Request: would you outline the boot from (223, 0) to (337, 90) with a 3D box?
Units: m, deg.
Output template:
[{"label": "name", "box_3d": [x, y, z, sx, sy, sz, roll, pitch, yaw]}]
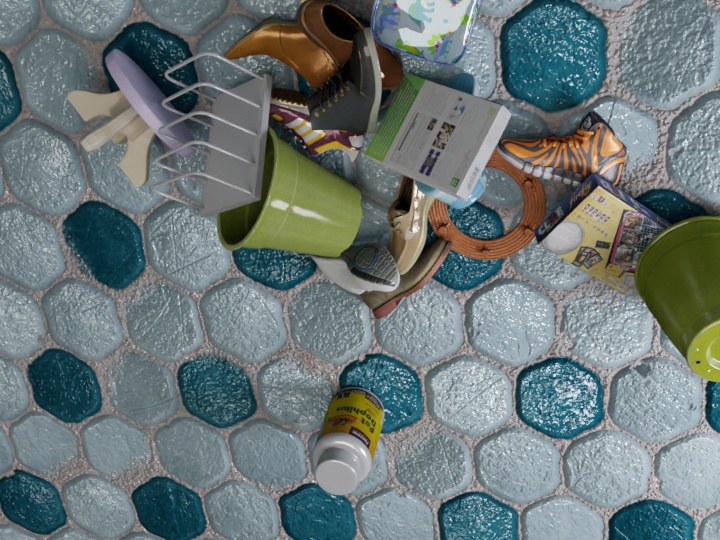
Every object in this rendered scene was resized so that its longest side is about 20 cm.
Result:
[{"label": "boot", "box_3d": [-0.100, -0.329, 1.562, 0.199, 0.071, 0.145, -26, 110, 20]}]

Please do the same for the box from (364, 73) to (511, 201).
[{"label": "box", "box_3d": [0.111, -0.201, 1.498, 0.199, 0.036, 0.146, 28, 89, 39]}]

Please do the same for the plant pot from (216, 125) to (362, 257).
[{"label": "plant pot", "box_3d": [-0.103, -0.104, 1.614, 0.187, 0.202, 0.201, 18, 125, -29]}]

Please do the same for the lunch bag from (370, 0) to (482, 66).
[{"label": "lunch bag", "box_3d": [0.102, -0.413, 1.462, 0.158, 0.083, 0.203, 17, 121, 2]}]

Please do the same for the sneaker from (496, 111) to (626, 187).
[{"label": "sneaker", "box_3d": [0.313, -0.197, 1.544, 0.196, 0.078, 0.114, 15, 117, -8]}]

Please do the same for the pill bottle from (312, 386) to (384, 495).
[{"label": "pill bottle", "box_3d": [-0.023, 0.308, 1.818, 0.107, 0.201, 0.111, 5, 120, 9]}]

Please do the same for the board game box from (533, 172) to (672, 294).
[{"label": "board game box", "box_3d": [0.389, -0.054, 1.580, 0.198, 0.035, 0.136, 27, 123, -28]}]

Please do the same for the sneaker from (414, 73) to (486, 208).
[{"label": "sneaker", "box_3d": [0.157, -0.192, 1.568, 0.079, 0.203, 0.130, 13, 170, 39]}]

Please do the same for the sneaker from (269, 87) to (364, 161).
[{"label": "sneaker", "box_3d": [-0.092, -0.230, 1.611, 0.196, 0.075, 0.092, 15, 115, 6]}]

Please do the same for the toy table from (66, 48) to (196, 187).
[{"label": "toy table", "box_3d": [-0.371, -0.239, 1.622, 0.116, 0.184, 0.201, -37, 84, 12]}]

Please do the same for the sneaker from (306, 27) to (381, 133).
[{"label": "sneaker", "box_3d": [-0.026, -0.267, 1.475, 0.104, 0.076, 0.201, -6, 147, -6]}]

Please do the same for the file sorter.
[{"label": "file sorter", "box_3d": [-0.231, -0.206, 1.537, 0.123, 0.204, 0.137, 18, 159, -42]}]

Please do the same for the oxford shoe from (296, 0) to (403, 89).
[{"label": "oxford shoe", "box_3d": [-0.003, -0.331, 1.499, 0.198, 0.071, 0.072, 29, 80, -33]}]

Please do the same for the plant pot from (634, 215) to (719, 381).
[{"label": "plant pot", "box_3d": [0.535, 0.057, 1.530, 0.196, 0.195, 0.203, 0, 129, 0]}]

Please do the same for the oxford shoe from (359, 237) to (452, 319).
[{"label": "oxford shoe", "box_3d": [0.071, 0.002, 1.705, 0.075, 0.071, 0.200, 45, 117, -7]}]

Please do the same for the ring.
[{"label": "ring", "box_3d": [0.202, -0.106, 1.645, 0.196, 0.019, 0.204, 5, 119, 9]}]

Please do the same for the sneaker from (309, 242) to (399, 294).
[{"label": "sneaker", "box_3d": [0.000, 0.000, 1.689, 0.199, 0.074, 0.088, 22, 147, 48]}]

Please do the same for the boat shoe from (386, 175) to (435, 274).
[{"label": "boat shoe", "box_3d": [0.072, -0.090, 1.636, 0.064, 0.071, 0.203, 4, 112, -32]}]
